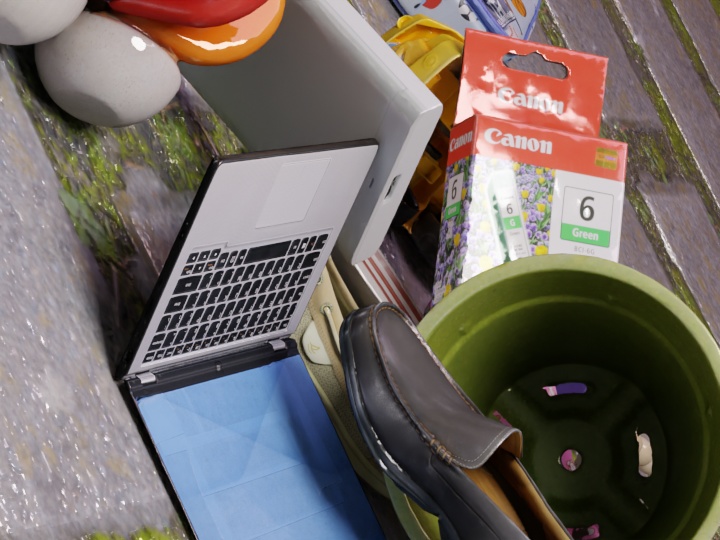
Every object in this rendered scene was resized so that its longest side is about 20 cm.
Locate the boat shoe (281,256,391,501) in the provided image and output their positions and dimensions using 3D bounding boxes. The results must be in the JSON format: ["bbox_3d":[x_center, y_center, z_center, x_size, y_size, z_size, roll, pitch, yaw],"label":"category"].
[{"bbox_3d":[0.004,0.063,1.599,0.201,0.063,0.073,51,21,-27],"label":"boat shoe"}]

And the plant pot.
[{"bbox_3d":[0.118,0.103,1.585,0.201,0.199,0.190,64,2,10],"label":"plant pot"}]

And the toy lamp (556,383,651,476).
[{"bbox_3d":[0.199,0.127,2.024,0.200,0.058,0.058,43,26,-48],"label":"toy lamp"}]

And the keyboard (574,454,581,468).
[{"bbox_3d":[0.137,0.187,1.789,0.011,0.057,0.200,16,29,-4],"label":"keyboard"}]

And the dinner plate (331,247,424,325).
[{"bbox_3d":[0.000,0.000,1.686,0.201,0.024,0.200,54,5,-6],"label":"dinner plate"}]

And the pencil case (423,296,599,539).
[{"bbox_3d":[0.097,0.097,1.765,0.082,0.087,0.201,3,52,-25],"label":"pencil case"}]

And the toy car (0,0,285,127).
[{"bbox_3d":[-0.114,-0.181,1.434,0.200,0.149,0.176,42,62,-44],"label":"toy car"}]

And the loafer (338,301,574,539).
[{"bbox_3d":[0.059,0.099,1.450,0.073,0.072,0.201,-23,81,-54],"label":"loafer"}]

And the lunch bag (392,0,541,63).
[{"bbox_3d":[0.073,-0.243,2.192,0.161,0.075,0.200,55,19,-12],"label":"lunch bag"}]

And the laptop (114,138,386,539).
[{"bbox_3d":[-0.029,0.049,1.435,0.116,0.201,0.187,31,18,19],"label":"laptop"}]

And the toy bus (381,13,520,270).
[{"bbox_3d":[0.054,-0.110,1.894,0.200,0.136,0.192,38,17,-44],"label":"toy bus"}]

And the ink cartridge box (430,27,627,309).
[{"bbox_3d":[0.111,-0.054,1.744,0.108,0.050,0.202,10,79,-17],"label":"ink cartridge box"}]

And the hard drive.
[{"bbox_3d":[-0.042,-0.117,1.565,0.026,0.132,0.200,-26,64,-37],"label":"hard drive"}]
